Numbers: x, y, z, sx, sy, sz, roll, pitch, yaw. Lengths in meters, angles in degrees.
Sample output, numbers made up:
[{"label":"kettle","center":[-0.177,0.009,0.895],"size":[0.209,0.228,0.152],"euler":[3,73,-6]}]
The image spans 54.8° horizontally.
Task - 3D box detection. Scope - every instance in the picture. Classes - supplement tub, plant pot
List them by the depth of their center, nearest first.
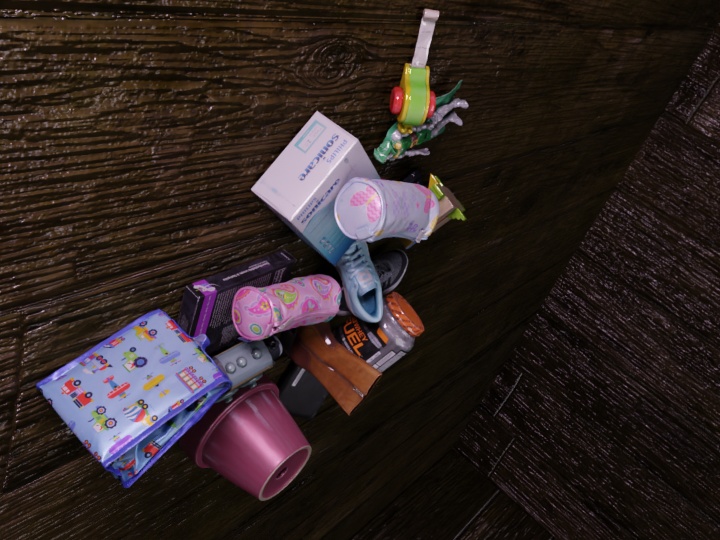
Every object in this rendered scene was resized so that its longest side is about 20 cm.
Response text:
[{"label":"plant pot","center":[-0.194,0.307,1.257],"size":[0.200,0.179,0.200],"euler":[-42,156,-23]},{"label":"supplement tub","center":[0.017,0.138,1.340],"size":[0.200,0.123,0.122],"euler":[-40,159,12]}]

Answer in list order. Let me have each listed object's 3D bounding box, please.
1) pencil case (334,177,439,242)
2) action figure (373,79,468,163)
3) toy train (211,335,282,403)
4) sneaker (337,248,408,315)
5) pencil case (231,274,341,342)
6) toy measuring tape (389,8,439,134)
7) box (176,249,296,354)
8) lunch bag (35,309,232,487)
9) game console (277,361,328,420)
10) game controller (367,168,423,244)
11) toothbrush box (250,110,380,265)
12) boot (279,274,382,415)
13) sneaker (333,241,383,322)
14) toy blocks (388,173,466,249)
[{"label":"pencil case","center":[0.042,-0.086,1.018],"size":[0.200,0.083,0.091],"euler":[-3,92,-60]},{"label":"action figure","center":[0.098,-0.232,1.171],"size":[0.200,0.055,0.118],"euler":[-35,155,-26]},{"label":"toy train","center":[-0.211,0.161,1.088],"size":[0.200,0.085,0.114],"euler":[-25,175,-43]},{"label":"sneaker","center":[0.027,0.006,1.330],"size":[0.200,0.076,0.114],"euler":[-35,168,-27]},{"label":"pencil case","center":[-0.110,0.056,1.077],"size":[0.200,0.087,0.088],"euler":[-12,135,-59]},{"label":"toy measuring tape","center":[0.087,-0.283,1.040],"size":[0.074,0.074,0.200],"euler":[-33,152,-36]},{"label":"box","center":[-0.194,0.055,1.070],"size":[0.200,0.036,0.143],"euler":[-22,145,-47]},{"label":"lunch bag","center":[-0.279,0.147,0.898],"size":[0.200,0.150,0.094],"euler":[-41,156,-22]},{"label":"game console","center":[-0.099,0.207,1.494],"size":[0.176,0.116,0.200],"euler":[21,108,-35]},{"label":"game controller","center":[0.040,-0.105,1.280],"size":[0.200,0.042,0.104],"euler":[-43,170,-18]},{"label":"toothbrush box","center":[-0.051,-0.113,1.021],"size":[0.147,0.085,0.200],"euler":[-51,158,-3]},{"label":"boot","center":[-0.043,0.132,1.250],"size":[0.068,0.200,0.189],"euler":[1,124,-60]},{"label":"sneaker","center":[0.000,0.000,1.187],"size":[0.074,0.082,0.200],"euler":[-30,116,-18]},{"label":"toy blocks","center":[0.114,-0.095,1.290],"size":[0.137,0.100,0.200],"euler":[-37,173,15]}]
